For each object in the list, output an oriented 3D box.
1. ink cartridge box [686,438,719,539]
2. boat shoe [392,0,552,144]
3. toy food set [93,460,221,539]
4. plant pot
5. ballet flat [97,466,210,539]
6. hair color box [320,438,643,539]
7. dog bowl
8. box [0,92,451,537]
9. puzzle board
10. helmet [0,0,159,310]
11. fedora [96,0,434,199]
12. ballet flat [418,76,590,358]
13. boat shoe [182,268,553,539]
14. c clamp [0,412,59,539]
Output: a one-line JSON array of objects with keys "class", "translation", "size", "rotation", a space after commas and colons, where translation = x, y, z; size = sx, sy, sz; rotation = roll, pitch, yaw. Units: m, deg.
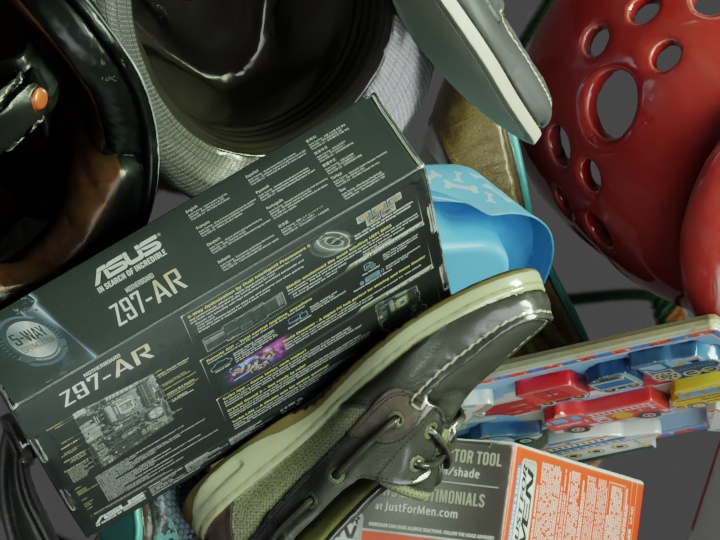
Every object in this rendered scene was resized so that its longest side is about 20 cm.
[{"class": "ink cartridge box", "translation": [0.287, 0.169, 1.592], "size": [0.200, 0.083, 0.147], "rotation": [14, 96, -30]}, {"class": "boat shoe", "translation": [0.045, -0.143, 1.284], "size": [0.063, 0.073, 0.200], "rotation": [-43, 122, -11]}, {"class": "toy food set", "translation": [-0.060, 0.176, 1.427], "size": [0.198, 0.049, 0.200], "rotation": [-41, 117, -13]}, {"class": "plant pot", "translation": [0.206, -0.062, 1.407], "size": [0.200, 0.183, 0.201], "rotation": [-16, 128, -22]}, {"class": "ballet flat", "translation": [-0.111, 0.042, 1.331], "size": [0.074, 0.074, 0.201], "rotation": [-10, 84, -26]}, {"class": "hair color box", "translation": [0.056, 0.119, 1.381], "size": [0.200, 0.111, 0.064], "rotation": [24, 72, -64]}, {"class": "dog bowl", "translation": [0.000, 0.000, 1.341], "size": [0.200, 0.050, 0.112], "rotation": [-4, 135, -37]}, {"class": "box", "translation": [-0.058, 0.024, 1.214], "size": [0.200, 0.044, 0.160], "rotation": [-31, 155, -7]}, {"class": "puzzle board", "translation": [0.121, 0.068, 1.399], "size": [0.151, 0.200, 0.017], "rotation": [27, 56, -52]}, {"class": "helmet", "translation": [-0.198, -0.069, 1.207], "size": [0.200, 0.191, 0.201], "rotation": [-24, 129, -33]}, {"class": "fedora", "translation": [-0.062, -0.133, 1.318], "size": [0.177, 0.090, 0.200], "rotation": [-41, 126, -11]}, {"class": "ballet flat", "translation": [0.061, -0.020, 1.441], "size": [0.072, 0.068, 0.200], "rotation": [-21, 118, -1]}, {"class": "boat shoe", "translation": [0.012, 0.077, 1.263], "size": [0.201, 0.066, 0.072], "rotation": [-37, 162, 13]}, {"class": "c clamp", "translation": [-0.096, 0.074, 1.369], "size": [0.200, 0.027, 0.171], "rotation": [-33, 87, -15]}]
